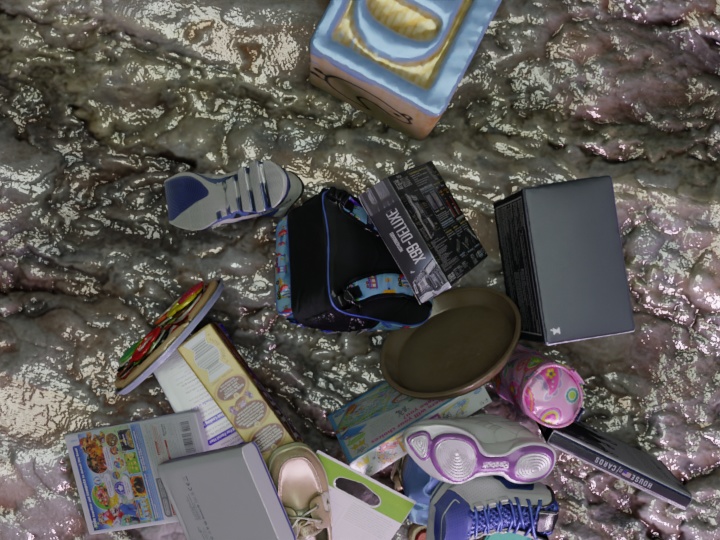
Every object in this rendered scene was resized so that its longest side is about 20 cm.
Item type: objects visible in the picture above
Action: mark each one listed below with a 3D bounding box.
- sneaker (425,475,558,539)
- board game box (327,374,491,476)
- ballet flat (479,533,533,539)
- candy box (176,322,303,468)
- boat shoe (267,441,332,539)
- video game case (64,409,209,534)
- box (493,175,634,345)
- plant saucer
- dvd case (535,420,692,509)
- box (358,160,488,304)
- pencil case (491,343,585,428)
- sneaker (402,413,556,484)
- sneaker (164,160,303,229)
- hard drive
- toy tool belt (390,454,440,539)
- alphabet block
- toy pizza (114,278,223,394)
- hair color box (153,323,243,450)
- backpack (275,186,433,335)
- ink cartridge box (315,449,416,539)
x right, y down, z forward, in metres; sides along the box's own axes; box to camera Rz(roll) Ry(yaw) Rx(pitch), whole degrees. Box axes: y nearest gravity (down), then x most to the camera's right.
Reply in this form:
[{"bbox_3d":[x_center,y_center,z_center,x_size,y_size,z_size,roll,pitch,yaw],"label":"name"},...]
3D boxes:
[{"bbox_3d":[0.181,0.296,1.251,0.199,0.115,0.081,-10,108,-45],"label":"sneaker"},{"bbox_3d":[0.062,0.185,1.334,0.200,0.134,0.034,-31,113,-2],"label":"board game box"},{"bbox_3d":[0.180,0.407,1.368,0.068,0.067,0.200,27,87,5],"label":"ballet flat"},{"bbox_3d":[-0.151,0.162,1.275,0.056,0.117,0.200,-37,90,-4],"label":"candy box"},{"bbox_3d":[-0.066,0.299,1.218,0.072,0.065,0.200,-13,120,-10],"label":"boat shoe"},{"bbox_3d":[-0.292,0.272,1.342,0.199,0.018,0.144,-12,95,15],"label":"video game case"},{"bbox_3d":[0.264,-0.010,1.316,0.123,0.198,0.201,-9,90,-2],"label":"box"},{"bbox_3d":[0.121,0.100,1.327,0.200,0.200,0.030,-31,123,-3],"label":"plant saucer"},{"bbox_3d":[0.331,0.244,1.336,0.200,0.150,0.025,27,97,-1],"label":"dvd case"},{"bbox_3d":[0.087,-0.056,1.310,0.050,0.200,0.158,-31,91,24],"label":"box"},{"bbox_3d":[0.230,0.148,1.309,0.087,0.200,0.088,0,92,-6],"label":"pencil case"},{"bbox_3d":[0.141,0.220,1.256,0.199,0.100,0.075,12,105,-18],"label":"sneaker"},{"bbox_3d":[-0.158,-0.098,1.356,0.199,0.115,0.081,-6,86,28],"label":"sneaker"},{"bbox_3d":[-0.170,0.288,1.241,0.025,0.200,0.132,-24,92,-44],"label":"hard drive"},{"bbox_3d":[0.103,0.294,1.340,0.124,0.123,0.201,11,89,-2],"label":"toy tool belt"},{"bbox_3d":[0.054,-0.310,1.314,0.195,0.200,0.197,29,87,-1],"label":"alphabet block"},{"bbox_3d":[-0.253,0.078,1.292,0.032,0.200,0.200,43,87,-12],"label":"toy pizza"},{"bbox_3d":[-0.191,0.184,1.361,0.109,0.065,0.200,-28,88,-3],"label":"hair color box"},{"bbox_3d":[0.000,0.000,1.329,0.200,0.134,0.183,14,63,-41],"label":"backpack"},{"bbox_3d":[-0.026,0.316,1.312,0.148,0.076,0.200,29,119,-2],"label":"ink cartridge box"}]
